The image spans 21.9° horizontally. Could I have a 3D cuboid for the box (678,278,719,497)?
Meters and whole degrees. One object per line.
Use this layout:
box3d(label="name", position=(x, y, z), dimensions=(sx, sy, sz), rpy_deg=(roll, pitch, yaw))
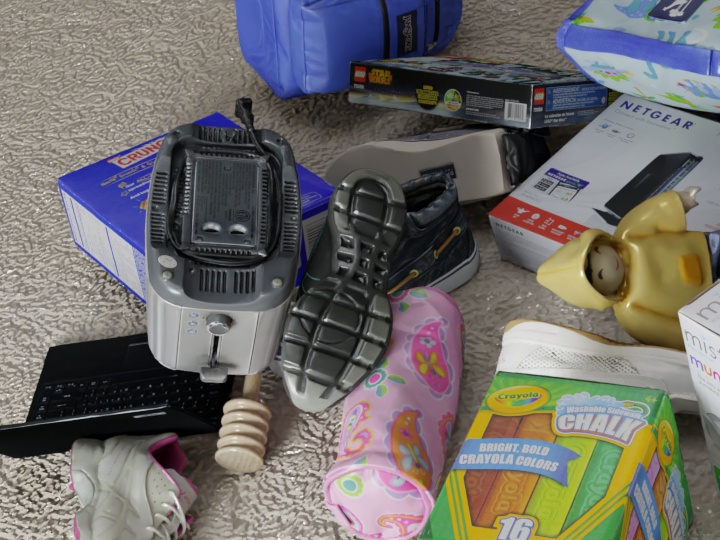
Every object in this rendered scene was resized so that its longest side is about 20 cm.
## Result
box3d(label="box", position=(0.320, 0.054, 1.208), dimensions=(0.200, 0.177, 0.097), rpy_deg=(-33, 40, -18))

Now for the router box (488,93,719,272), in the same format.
box3d(label="router box", position=(0.234, -0.050, 1.471), dimensions=(0.200, 0.049, 0.179), rpy_deg=(23, 55, 41))

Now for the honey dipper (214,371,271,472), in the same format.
box3d(label="honey dipper", position=(-0.080, 0.059, 1.438), dimensions=(0.038, 0.038, 0.200), rpy_deg=(-5, 56, 18))

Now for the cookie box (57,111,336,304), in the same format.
box3d(label="cookie box", position=(-0.133, -0.044, 1.577), dimensions=(0.171, 0.075, 0.200), rpy_deg=(-25, 38, -25))

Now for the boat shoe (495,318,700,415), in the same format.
box3d(label="boat shoe", position=(0.191, 0.090, 1.316), dimensions=(0.200, 0.071, 0.069), rpy_deg=(11, 73, 22))

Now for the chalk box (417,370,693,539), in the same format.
box3d(label="chalk box", position=(0.138, 0.150, 1.209), dimensions=(0.125, 0.124, 0.200), rpy_deg=(3, 43, 25))

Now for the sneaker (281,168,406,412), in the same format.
box3d(label="sneaker", position=(-0.011, 0.023, 1.369), dimensions=(0.075, 0.079, 0.200), rpy_deg=(21, 59, -3))

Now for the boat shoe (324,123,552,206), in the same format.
box3d(label="boat shoe", position=(0.072, -0.085, 1.579), dimensions=(0.200, 0.075, 0.093), rpy_deg=(-4, 9, 37))

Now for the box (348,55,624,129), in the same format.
box3d(label="box", position=(0.108, -0.156, 1.598), dimensions=(0.200, 0.040, 0.137), rpy_deg=(13, 15, 39))

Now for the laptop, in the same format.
box3d(label="laptop", position=(-0.199, 0.083, 1.446), dimensions=(0.177, 0.103, 0.200), rpy_deg=(-8, 39, 13))

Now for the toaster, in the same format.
box3d(label="toaster", position=(-0.106, -0.017, 1.389), dimensions=(0.113, 0.129, 0.200), rpy_deg=(3, 53, -8))

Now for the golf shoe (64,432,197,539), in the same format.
box3d(label="golf shoe", position=(-0.161, 0.185, 1.336), dimensions=(0.091, 0.075, 0.200), rpy_deg=(-15, 39, 0))

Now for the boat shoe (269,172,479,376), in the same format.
box3d(label="boat shoe", position=(0.000, 0.000, 1.475), dimensions=(0.200, 0.091, 0.071), rpy_deg=(-33, 40, -17))

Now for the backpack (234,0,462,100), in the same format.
box3d(label="backpack", position=(0.000, -0.250, 1.731), dimensions=(0.200, 0.163, 0.168), rpy_deg=(-19, 45, -21))

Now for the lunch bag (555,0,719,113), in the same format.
box3d(label="lunch bag", position=(0.280, -0.185, 1.504), dimensions=(0.170, 0.128, 0.200), rpy_deg=(15, 20, 38))

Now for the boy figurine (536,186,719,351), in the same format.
box3d(label="boy figurine", position=(0.222, -0.002, 1.318), dimensions=(0.200, 0.125, 0.064), rpy_deg=(8, -9, -21))

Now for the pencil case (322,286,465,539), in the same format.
box3d(label="pencil case", position=(0.026, 0.101, 1.349), dimensions=(0.087, 0.088, 0.200), rpy_deg=(-6, 40, 16))
